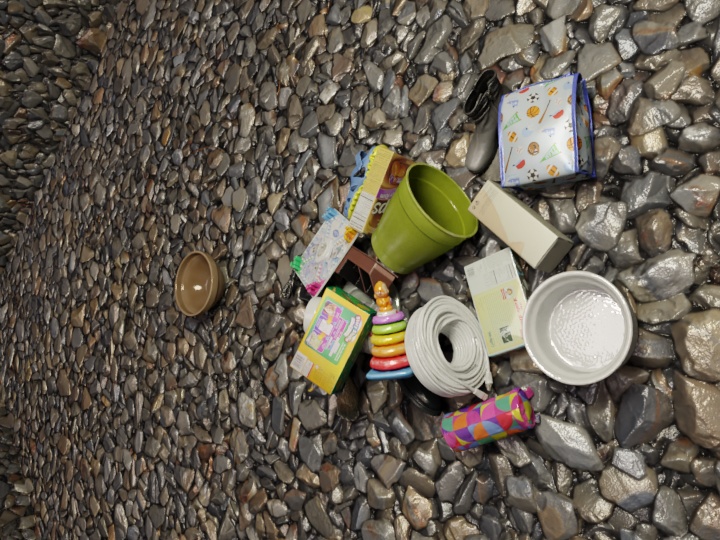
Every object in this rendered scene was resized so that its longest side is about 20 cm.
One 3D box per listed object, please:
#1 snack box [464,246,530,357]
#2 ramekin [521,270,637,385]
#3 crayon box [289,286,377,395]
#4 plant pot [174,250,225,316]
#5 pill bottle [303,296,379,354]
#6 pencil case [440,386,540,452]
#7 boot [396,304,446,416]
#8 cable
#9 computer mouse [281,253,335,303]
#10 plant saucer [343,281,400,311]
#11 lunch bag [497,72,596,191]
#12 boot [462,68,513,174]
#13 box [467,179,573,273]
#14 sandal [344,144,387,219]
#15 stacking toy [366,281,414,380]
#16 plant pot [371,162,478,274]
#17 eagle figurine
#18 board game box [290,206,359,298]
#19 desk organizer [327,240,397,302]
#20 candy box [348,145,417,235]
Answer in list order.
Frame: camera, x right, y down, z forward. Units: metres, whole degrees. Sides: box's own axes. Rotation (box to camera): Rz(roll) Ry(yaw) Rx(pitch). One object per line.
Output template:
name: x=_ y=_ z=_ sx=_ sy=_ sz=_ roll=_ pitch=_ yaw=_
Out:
snack box: x=0.297 y=0.067 z=1.214 sx=0.115 sy=0.037 sz=0.204 roll=-25 pitch=68 yaw=35
ramekin: x=0.411 y=0.107 z=1.076 sx=0.198 sy=0.097 sz=0.205 roll=-7 pitch=79 yaw=39
crayon box: x=-0.058 y=0.152 z=1.271 sx=0.118 sy=0.058 sz=0.203 roll=30 pitch=100 yaw=20
plant pot: x=-0.493 y=0.046 z=1.833 sx=0.198 sy=0.092 sz=0.205 roll=-8 pitch=77 yaw=38
pill bottle: x=-0.027 y=0.124 z=1.352 sx=0.196 sy=0.114 sz=0.116 roll=9 pitch=88 yaw=22
pencil case: x=0.262 y=0.305 z=1.182 sx=0.198 sy=0.088 sz=0.090 roll=-29 pitch=66 yaw=30
boot: x=0.149 y=0.195 z=1.291 sx=0.201 sy=0.076 sz=0.170 roll=49 pitch=118 yaw=40
cable: x=0.181 y=0.158 z=1.198 sx=0.069 sy=0.197 sz=0.203 roll=-33 pitch=44 yaw=49
computer mouse: x=-0.119 y=0.028 z=1.565 sx=0.197 sy=0.046 sz=0.143 roll=9 pitch=78 yaw=40
plant saucer: x=0.008 y=0.096 z=1.441 sx=0.197 sy=0.050 sz=0.205 roll=-7 pitch=80 yaw=39
lunch bag: x=0.368 y=-0.273 z=1.155 sx=0.168 sy=0.123 sz=0.204 roll=-7 pitch=86 yaw=39
boot: x=0.254 y=-0.319 z=1.248 sx=0.069 sy=0.131 sz=0.203 roll=26 pitch=100 yaw=37
box: x=0.324 y=-0.091 z=1.181 sx=0.078 sy=0.094 sz=0.200 roll=-55 pitch=53 yaw=20
sandal: x=0.006 y=-0.226 z=1.480 sx=0.086 sy=0.079 sz=0.203 roll=24 pitch=90 yaw=42
stacking toy: x=0.060 y=0.122 z=1.218 sx=0.108 sy=0.116 sz=0.204 roll=-9 pitch=93 yaw=18
plant pot: x=0.127 y=-0.097 z=1.298 sx=0.193 sy=0.198 sz=0.203 roll=-46 pitch=57 yaw=38
eagle figurine: x=-0.065 y=0.249 z=1.410 sx=0.199 sy=0.150 sz=0.153 roll=31 pitch=104 yaw=37
board game box: x=-0.099 y=-0.053 z=1.492 sx=0.202 sy=0.026 sz=0.200 roll=-55 pitch=30 yaw=7
desk organizer: x=0.000 y=0.000 z=1.392 sx=0.078 sy=0.071 sz=0.200 roll=-55 pitch=30 yaw=0
candy box: x=0.058 y=-0.182 z=1.399 sx=0.056 sy=0.116 sz=0.203 roll=31 pitch=103 yaw=38
